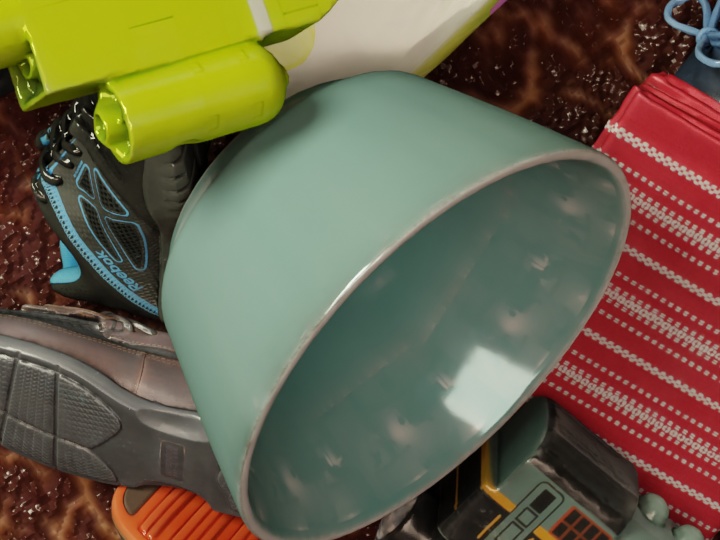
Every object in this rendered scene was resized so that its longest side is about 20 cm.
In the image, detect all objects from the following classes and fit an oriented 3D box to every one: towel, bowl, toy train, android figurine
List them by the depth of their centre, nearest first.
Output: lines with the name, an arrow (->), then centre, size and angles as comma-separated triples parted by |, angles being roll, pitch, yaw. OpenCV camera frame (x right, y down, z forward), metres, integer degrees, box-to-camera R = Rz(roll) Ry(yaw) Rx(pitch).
android figurine -> -0.081, -0.134, 0.892 | 0.199, 0.041, 0.183 | -16, 88, -25
bowl -> 0.000, 0.000, 0.965 | 0.201, 0.201, 0.105 | -47, 65, 6
towel -> 0.131, 0.026, 1.041 | 0.144, 0.023, 0.200 | 29, 121, -5
toy train -> 0.104, 0.147, 1.058 | 0.200, 0.085, 0.114 | 40, 109, -10

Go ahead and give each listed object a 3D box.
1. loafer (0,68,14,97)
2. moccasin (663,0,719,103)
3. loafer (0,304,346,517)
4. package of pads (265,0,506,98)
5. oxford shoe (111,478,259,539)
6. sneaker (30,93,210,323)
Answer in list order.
loafer -> -0.183, -0.101, 0.955 | 0.070, 0.201, 0.068 | -39, 74, 3
moccasin -> 0.163, -0.072, 1.032 | 0.068, 0.080, 0.201 | 3, 99, -5
loafer -> -0.091, 0.054, 1.059 | 0.199, 0.063, 0.072 | 18, 136, 1
package of pads -> -0.002, -0.157, 1.016 | 0.200, 0.068, 0.155 | -43, 98, 6
oxford shoe -> -0.036, 0.167, 1.072 | 0.200, 0.071, 0.073 | 41, 135, 7
sneaker -> -0.098, -0.045, 0.988 | 0.081, 0.073, 0.201 | 6, 139, 8
